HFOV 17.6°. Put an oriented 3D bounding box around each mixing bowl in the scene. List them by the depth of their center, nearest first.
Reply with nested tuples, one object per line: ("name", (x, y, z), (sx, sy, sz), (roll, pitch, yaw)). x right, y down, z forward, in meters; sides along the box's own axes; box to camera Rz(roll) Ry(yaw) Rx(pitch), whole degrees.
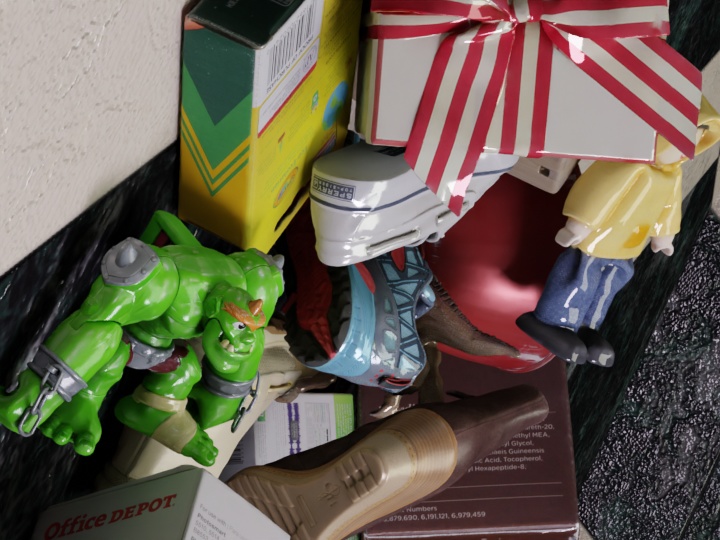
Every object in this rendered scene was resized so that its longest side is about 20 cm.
("mixing bowl", (0.066, -0.024, 1.669), (0.108, 0.200, 0.200), (-1, 125, -29))

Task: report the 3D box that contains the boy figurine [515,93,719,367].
("boy figurine", (0.182, -0.035, 1.562), (0.124, 0.064, 0.200), (12, 110, -51))

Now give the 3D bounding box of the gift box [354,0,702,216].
("gift box", (0.091, -0.134, 1.332), (0.187, 0.184, 0.201), (-138, -133, -84))

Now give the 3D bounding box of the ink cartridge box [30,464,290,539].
("ink cartridge box", (-0.134, 0.223, 1.290), (0.084, 0.146, 0.200), (41, 48, -31))

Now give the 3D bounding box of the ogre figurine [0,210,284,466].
("ogre figurine", (-0.111, 0.038, 1.280), (0.200, 0.098, 0.120), (16, 110, -39))

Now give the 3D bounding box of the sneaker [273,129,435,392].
("sneaker", (0.000, 0.000, 1.478), (0.079, 0.095, 0.200), (-38, -144, 34))

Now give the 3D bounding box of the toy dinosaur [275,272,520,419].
("toy dinosaur", (0.016, 0.027, 1.583), (0.086, 0.200, 0.136), (21, 70, -43))

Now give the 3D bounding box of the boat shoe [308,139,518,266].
("boat shoe", (0.031, -0.049, 1.434), (0.200, 0.073, 0.066), (-18, 120, -50))

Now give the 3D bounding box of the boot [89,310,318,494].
("boot", (-0.094, 0.095, 1.471), (0.156, 0.073, 0.200), (-65, 164, 4))

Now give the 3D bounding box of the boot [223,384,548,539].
("boot", (0.011, 0.135, 1.523), (0.200, 0.073, 0.166), (-27, 172, 42))

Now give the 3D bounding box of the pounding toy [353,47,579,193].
("pounding toy", (0.122, -0.154, 1.579), (0.200, 0.184, 0.142), (-51, 161, -41))

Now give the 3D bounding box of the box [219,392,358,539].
("box", (-0.050, 0.159, 1.653), (0.200, 0.036, 0.145), (11, 76, -69))

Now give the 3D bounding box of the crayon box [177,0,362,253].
("crayon box", (-0.051, -0.102, 1.329), (0.127, 0.051, 0.200), (-54, 161, -37))

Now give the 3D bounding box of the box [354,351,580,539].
("box", (0.079, 0.138, 1.810), (0.166, 0.164, 0.200), (87, 1, -65))
